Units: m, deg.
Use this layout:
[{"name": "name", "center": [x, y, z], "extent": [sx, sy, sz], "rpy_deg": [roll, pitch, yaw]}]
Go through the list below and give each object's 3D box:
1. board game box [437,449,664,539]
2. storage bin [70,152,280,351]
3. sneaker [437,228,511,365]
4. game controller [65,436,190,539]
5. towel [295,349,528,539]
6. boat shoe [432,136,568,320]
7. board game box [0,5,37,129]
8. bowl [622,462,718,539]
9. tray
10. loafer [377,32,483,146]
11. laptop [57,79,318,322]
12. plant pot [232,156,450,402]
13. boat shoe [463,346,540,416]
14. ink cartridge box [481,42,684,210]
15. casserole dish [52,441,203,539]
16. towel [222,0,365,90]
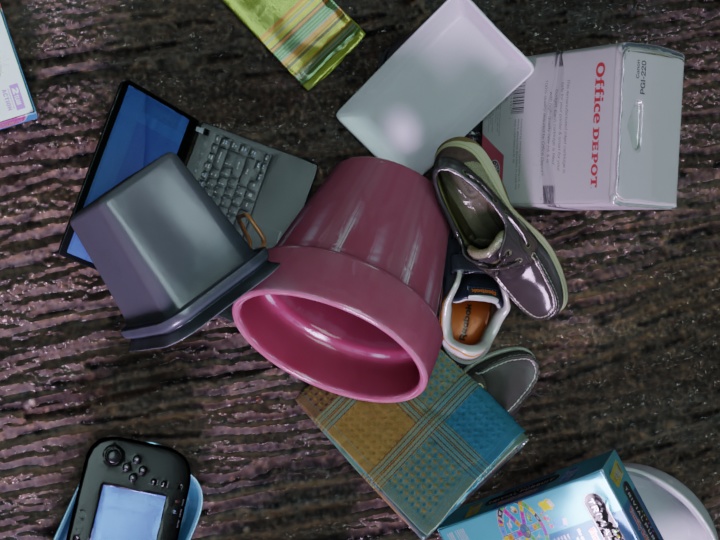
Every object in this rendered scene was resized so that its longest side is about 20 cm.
[{"name": "board game box", "center": [0.196, 0.280, 1.400], "extent": [0.199, 0.047, 0.152], "rpy_deg": [-26, 95, 32]}, {"name": "storage bin", "center": [-0.170, -0.025, 1.261], "extent": [0.145, 0.200, 0.135], "rpy_deg": [-37, 100, -19]}, {"name": "sneaker", "center": [0.118, -0.004, 1.437], "extent": [0.078, 0.079, 0.202], "rpy_deg": [5, 86, -10]}, {"name": "game controller", "center": [-0.226, 0.260, 1.342], "extent": [0.103, 0.042, 0.202], "rpy_deg": [13, 87, -10]}, {"name": "towel", "center": [0.049, 0.146, 1.398], "extent": [0.146, 0.022, 0.200], "rpy_deg": [-42, 63, -10]}, {"name": "boat shoe", "center": [0.125, -0.029, 1.350], "extent": [0.201, 0.073, 0.065], "rpy_deg": [54, 37, -11]}, {"name": "board game box", "center": [-0.425, -0.189, 1.352], "extent": [0.198, 0.040, 0.155], "rpy_deg": [-18, 92, -11]}, {"name": "bowl", "center": [0.278, 0.274, 1.435], "extent": [0.199, 0.090, 0.203], "rpy_deg": [9, 111, 25]}, {"name": "tray", "center": [0.073, -0.178, 1.400], "extent": [0.107, 0.200, 0.022], "rpy_deg": [45, 37, -5]}, {"name": "loafer", "center": [0.107, -0.164, 1.439], "extent": [0.199, 0.063, 0.072], "rpy_deg": [37, 62, -7]}, {"name": "laptop", "center": [-0.160, -0.060, 1.368], "extent": [0.198, 0.103, 0.179], "rpy_deg": [20, 85, -1]}, {"name": "plant pot", "center": [0.000, 0.000, 1.361], "extent": [0.199, 0.200, 0.180], "rpy_deg": [28, 64, -9]}, {"name": "boat shoe", "center": [0.105, 0.148, 1.438], "extent": [0.200, 0.061, 0.072], "rpy_deg": [-35, 95, -10]}, {"name": "ink cartridge box", "center": [0.206, -0.131, 1.348], "extent": [0.084, 0.199, 0.147], "rpy_deg": [3, 91, -32]}, {"name": "casserole dish", "center": [-0.233, 0.261, 1.381], "extent": [0.120, 0.039, 0.202], "rpy_deg": [25, 85, -10]}, {"name": "towel", "center": [-0.091, -0.281, 1.433], "extent": [0.200, 0.018, 0.086], "rpy_deg": [46, 80, -7]}]
